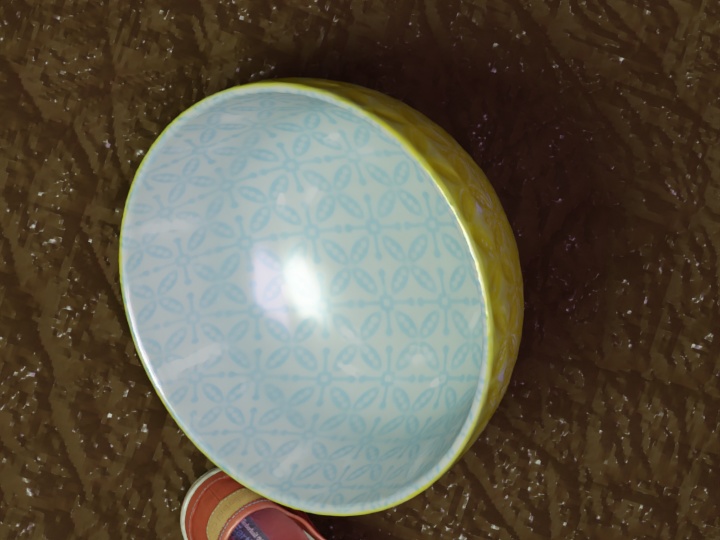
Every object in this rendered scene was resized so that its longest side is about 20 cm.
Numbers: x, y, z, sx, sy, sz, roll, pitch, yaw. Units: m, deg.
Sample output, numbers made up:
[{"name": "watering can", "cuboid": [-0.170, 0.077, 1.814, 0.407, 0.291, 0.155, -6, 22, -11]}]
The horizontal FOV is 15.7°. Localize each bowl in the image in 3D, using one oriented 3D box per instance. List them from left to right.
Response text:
[{"name": "bowl", "cuboid": [0.000, 0.000, 1.189, 0.108, 0.200, 0.201, -27, 107, -52]}]

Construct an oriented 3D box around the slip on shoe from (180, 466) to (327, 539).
[{"name": "slip on shoe", "cuboid": [-0.010, 0.176, 1.247, 0.074, 0.061, 0.200, -41, 105, -6]}]
